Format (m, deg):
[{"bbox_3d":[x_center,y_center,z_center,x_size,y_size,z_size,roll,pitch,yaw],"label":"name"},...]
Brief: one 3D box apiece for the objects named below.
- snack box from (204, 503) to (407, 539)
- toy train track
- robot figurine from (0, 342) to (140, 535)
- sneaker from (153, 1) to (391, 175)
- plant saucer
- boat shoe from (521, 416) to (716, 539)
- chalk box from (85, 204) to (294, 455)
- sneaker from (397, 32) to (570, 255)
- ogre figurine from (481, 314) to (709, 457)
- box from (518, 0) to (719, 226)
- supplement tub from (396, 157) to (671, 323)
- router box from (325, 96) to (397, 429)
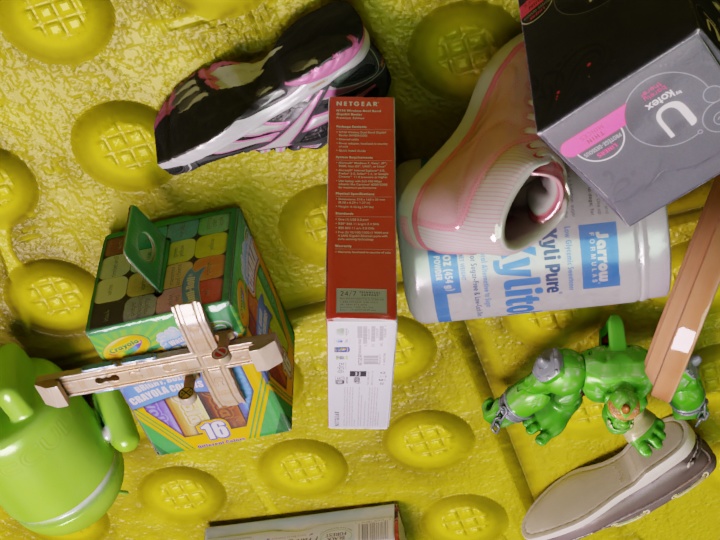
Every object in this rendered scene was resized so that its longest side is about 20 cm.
[{"bbox_3d":[-0.048,0.313,1.443,0.200,0.053,0.142,-7,131,6],"label":"snack box"},{"bbox_3d":[-0.159,0.084,1.094,0.200,0.033,0.115,-11,130,11],"label":"toy train track"},{"bbox_3d":[-0.290,0.160,1.269,0.175,0.116,0.200,-24,128,5],"label":"robot figurine"},{"bbox_3d":[-0.064,-0.115,1.057,0.200,0.080,0.086,-22,138,25],"label":"sneaker"},{"bbox_3d":[0.261,0.004,1.084,0.032,0.200,0.200,22,132,13],"label":"plant saucer"},{"bbox_3d":[0.246,0.214,1.346,0.200,0.072,0.060,-37,119,21],"label":"boat shoe"},{"bbox_3d":[-0.141,0.035,1.154,0.124,0.125,0.200,-11,131,10],"label":"chalk box"},{"bbox_3d":[0.119,-0.087,0.990,0.105,0.200,0.075,13,147,42],"label":"sneaker"},{"bbox_3d":[0.215,0.104,1.238,0.200,0.098,0.120,15,150,7],"label":"ogre figurine"},{"bbox_3d":[0.186,-0.149,0.940,0.122,0.200,0.106,-33,124,25],"label":"box"},{"bbox_3d":[0.131,-0.032,1.089,0.200,0.132,0.132,-7,131,7],"label":"supplement tub"},{"bbox_3d":[0.000,0.000,1.048,0.049,0.180,0.200,0,152,0],"label":"router box"}]
